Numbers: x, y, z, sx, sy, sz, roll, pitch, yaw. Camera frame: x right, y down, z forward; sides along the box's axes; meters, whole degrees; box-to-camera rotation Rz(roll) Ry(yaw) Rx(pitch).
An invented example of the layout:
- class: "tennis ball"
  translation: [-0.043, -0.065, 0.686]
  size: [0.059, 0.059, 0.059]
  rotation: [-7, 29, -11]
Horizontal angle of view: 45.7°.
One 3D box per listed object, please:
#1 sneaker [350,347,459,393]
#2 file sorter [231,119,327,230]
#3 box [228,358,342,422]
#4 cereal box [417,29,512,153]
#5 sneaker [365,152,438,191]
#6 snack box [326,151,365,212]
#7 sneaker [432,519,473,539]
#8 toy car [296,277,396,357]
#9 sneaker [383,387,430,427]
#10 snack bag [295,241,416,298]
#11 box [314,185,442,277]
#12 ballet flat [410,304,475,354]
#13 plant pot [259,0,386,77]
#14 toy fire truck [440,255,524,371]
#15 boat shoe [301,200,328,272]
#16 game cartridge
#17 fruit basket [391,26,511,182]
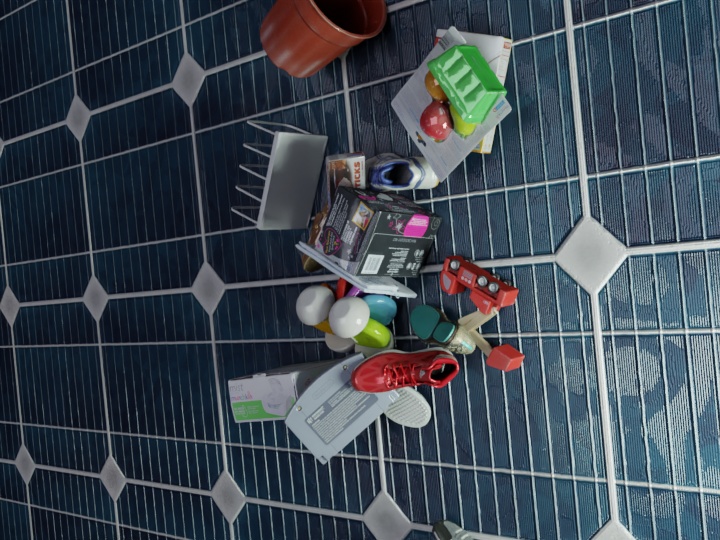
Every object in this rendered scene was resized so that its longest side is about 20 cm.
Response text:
- class: "sneaker"
  translation: [0.083, 0.180, 1.544]
  size: [0.116, 0.198, 0.079]
  rotation: [170, 85, -84]
- class: "file sorter"
  translation: [-0.176, -0.201, 1.787]
  size: [0.124, 0.138, 0.202]
  rotation: [26, 110, 39]
- class: "box"
  translation: [-0.141, 0.245, 1.768]
  size: [0.199, 0.176, 0.098]
  rotation: [-12, 89, 40]
- class: "cereal box"
  translation: [0.184, -0.321, 1.527]
  size: [0.143, 0.039, 0.202]
  rotation: [18, 106, 37]
- class: "sneaker"
  translation: [0.052, -0.188, 1.622]
  size: [0.199, 0.088, 0.076]
  rotation: [0, 96, 42]
- class: "snack box"
  translation: [-0.026, -0.133, 1.657]
  size: [0.024, 0.071, 0.202]
  rotation: [-116, 20, -52]
- class: "sneaker"
  translation: [0.188, 0.568, 1.582]
  size: [0.200, 0.075, 0.116]
  rotation: [43, 122, 29]
- class: "toy car"
  translation: [-0.013, 0.079, 1.676]
  size: [0.199, 0.175, 0.151]
  rotation: [16, 68, 39]
- class: "sneaker"
  translation: [0.052, 0.234, 1.674]
  size: [0.199, 0.079, 0.079]
  rotation: [26, 109, 9]
- class: "snack bag"
  translation: [0.000, 0.000, 1.615]
  size: [0.188, 0.199, 0.022]
  rotation: [32, 102, 33]
- class: "box"
  translation: [0.033, -0.068, 1.570]
  size: [0.114, 0.199, 0.133]
  rotation: [34, 110, 34]
- class: "ballet flat"
  translation: [0.153, 0.117, 1.559]
  size: [0.068, 0.075, 0.200]
  rotation: [-56, 20, -2]
- class: "plant pot"
  translation: [-0.086, -0.488, 1.659]
  size: [0.195, 0.199, 0.203]
  rotation: [-30, 75, 47]
- class: "toy fire truck"
  translation: [0.216, 0.074, 1.529]
  size: [0.199, 0.048, 0.142]
  rotation: [32, 115, 35]
- class: "boat shoe"
  translation: [-0.063, -0.087, 1.746]
  size: [0.068, 0.072, 0.201]
  rotation: [47, 116, 33]
- class: "game cartridge"
  translation: [-0.041, 0.254, 1.619]
  size: [0.200, 0.042, 0.133]
  rotation: [-41, 90, 4]
- class: "fruit basket"
  translation: [0.155, -0.286, 1.488]
  size: [0.186, 0.093, 0.200]
  rotation: [59, 139, 17]
